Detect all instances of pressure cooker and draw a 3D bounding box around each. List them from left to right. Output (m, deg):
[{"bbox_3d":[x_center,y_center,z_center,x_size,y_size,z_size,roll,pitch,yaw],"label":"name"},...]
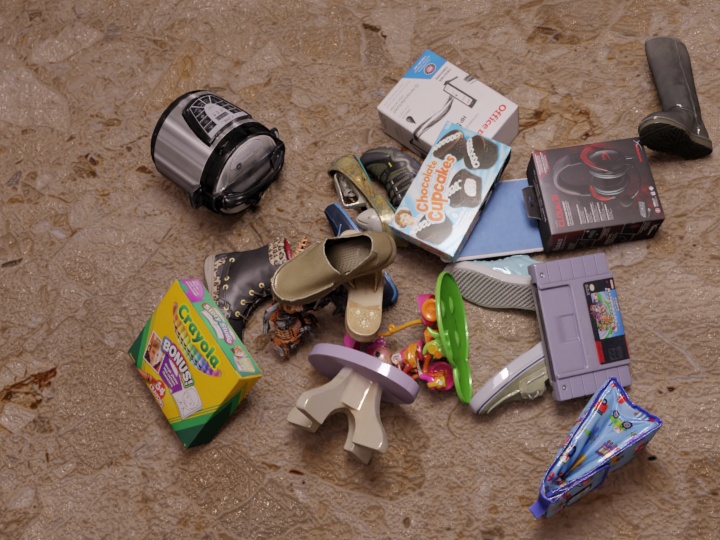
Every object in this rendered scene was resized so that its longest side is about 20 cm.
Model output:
[{"bbox_3d":[-0.234,-0.194,1.405,0.199,0.178,0.177,36,102,21],"label":"pressure cooker"}]

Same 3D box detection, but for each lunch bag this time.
[{"bbox_3d":[0.303,0.260,1.129,0.200,0.151,0.094,-43,67,-7],"label":"lunch bag"}]

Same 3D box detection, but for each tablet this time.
[{"bbox_3d":[0.210,-0.083,1.324,0.198,0.014,0.131,-7,69,-12],"label":"tablet"}]

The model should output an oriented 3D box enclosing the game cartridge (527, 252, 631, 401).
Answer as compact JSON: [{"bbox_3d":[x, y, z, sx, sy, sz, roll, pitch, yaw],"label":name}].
[{"bbox_3d":[0.325,0.080,1.209,0.128,0.038,0.202,-9,85,-13],"label":"game cartridge"}]

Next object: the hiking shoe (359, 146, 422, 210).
[{"bbox_3d":[0.072,-0.133,1.371,0.199,0.076,0.101,27,73,19],"label":"hiking shoe"}]

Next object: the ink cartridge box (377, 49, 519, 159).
[{"bbox_3d":[0.151,-0.259,1.401,0.199,0.084,0.146,37,80,21],"label":"ink cartridge box"}]

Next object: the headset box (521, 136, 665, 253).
[{"bbox_3d":[0.356,-0.118,1.299,0.198,0.075,0.150,-7,67,0],"label":"headset box"}]

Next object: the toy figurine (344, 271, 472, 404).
[{"bbox_3d":[0.065,0.116,1.268,0.182,0.150,0.202,-11,91,21],"label":"toy figurine"}]

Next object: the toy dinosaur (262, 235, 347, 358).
[{"bbox_3d":[-0.090,0.046,1.286,0.135,0.201,0.103,-14,58,-33],"label":"toy dinosaur"}]

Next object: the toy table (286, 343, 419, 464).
[{"bbox_3d":[-0.017,0.195,1.215,0.199,0.184,0.118,-1,53,50],"label":"toy table"}]

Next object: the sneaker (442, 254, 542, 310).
[{"bbox_3d":[0.232,0.011,1.298,0.198,0.074,0.082,13,42,20],"label":"sneaker"}]

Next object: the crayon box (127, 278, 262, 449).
[{"bbox_3d":[-0.264,0.144,1.291,0.200,0.058,0.173,51,120,23],"label":"crayon box"}]

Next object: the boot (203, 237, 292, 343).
[{"bbox_3d":[-0.174,0.045,1.351,0.149,0.073,0.202,-18,60,7],"label":"boot"}]

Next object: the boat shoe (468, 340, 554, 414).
[{"bbox_3d":[0.253,0.158,1.225,0.199,0.072,0.062,-36,72,-5],"label":"boat shoe"}]

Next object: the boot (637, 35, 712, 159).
[{"bbox_3d":[0.491,-0.289,1.317,0.072,0.181,0.202,-17,69,44],"label":"boot"}]

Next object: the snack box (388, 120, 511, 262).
[{"bbox_3d":[0.141,-0.125,1.290,0.115,0.037,0.201,26,78,17],"label":"snack box"}]

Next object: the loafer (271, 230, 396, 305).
[{"bbox_3d":[-0.048,-0.012,1.181,0.198,0.067,0.077,-25,67,13],"label":"loafer"}]

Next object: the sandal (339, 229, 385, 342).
[{"bbox_3d":[0.006,0.000,1.229,0.077,0.070,0.213,3,51,-8],"label":"sandal"}]

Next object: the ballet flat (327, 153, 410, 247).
[{"bbox_3d":[0.008,-0.107,1.365,0.070,0.071,0.201,-32,69,-3],"label":"ballet flat"}]

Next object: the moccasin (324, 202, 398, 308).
[{"bbox_3d":[-0.014,-0.023,1.343,0.068,0.081,0.201,-33,65,1],"label":"moccasin"}]
